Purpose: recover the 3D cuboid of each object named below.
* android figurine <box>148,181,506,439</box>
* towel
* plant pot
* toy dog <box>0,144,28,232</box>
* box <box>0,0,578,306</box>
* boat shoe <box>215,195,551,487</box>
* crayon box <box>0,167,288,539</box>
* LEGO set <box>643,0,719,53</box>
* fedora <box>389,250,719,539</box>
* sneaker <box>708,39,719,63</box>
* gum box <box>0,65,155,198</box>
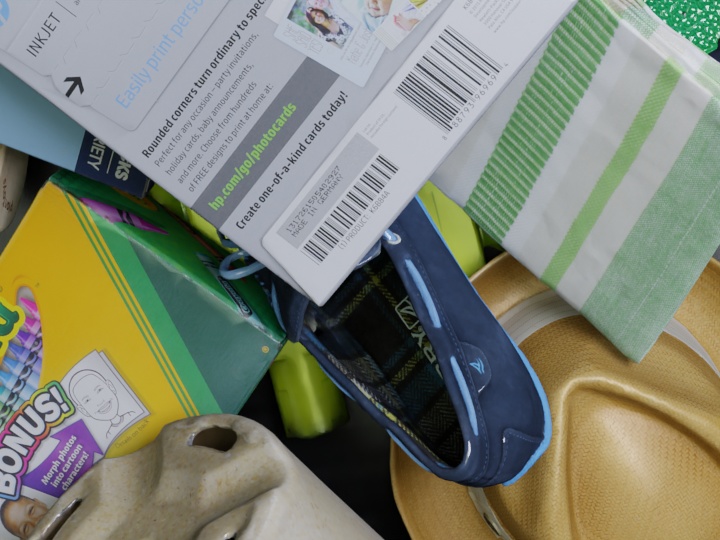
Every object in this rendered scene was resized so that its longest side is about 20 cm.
[{"bbox_3d":[-0.014,-0.033,0.897,0.181,0.041,0.202,-16,97,4],"label":"android figurine"},{"bbox_3d":[0.062,-0.073,0.786,0.200,0.153,0.023,42,54,12],"label":"towel"},{"bbox_3d":[-0.039,0.165,0.807,0.200,0.201,0.184,-33,120,5],"label":"plant pot"},{"bbox_3d":[-0.175,-0.101,0.885,0.131,0.096,0.201,30,81,2],"label":"toy dog"},{"bbox_3d":[-0.045,-0.106,0.727,0.199,0.041,0.156,36,116,-8],"label":"box"},{"bbox_3d":[0.000,0.000,0.818,0.200,0.069,0.084,43,112,19],"label":"boat shoe"},{"bbox_3d":[-0.126,0.066,0.881,0.118,0.058,0.201,34,108,0],"label":"crayon box"},{"bbox_3d":[0.109,-0.181,0.794,0.153,0.116,0.201,-37,110,-10],"label":"LEGO set"},{"bbox_3d":[0.110,0.083,0.866,0.199,0.082,0.202,-2,104,-9],"label":"fedora"},{"bbox_3d":[0.142,-0.072,0.872,0.198,0.074,0.083,-4,137,-16],"label":"sneaker"},{"bbox_3d":[-0.147,-0.142,0.778,0.199,0.045,0.171,21,116,2],"label":"gum box"}]
